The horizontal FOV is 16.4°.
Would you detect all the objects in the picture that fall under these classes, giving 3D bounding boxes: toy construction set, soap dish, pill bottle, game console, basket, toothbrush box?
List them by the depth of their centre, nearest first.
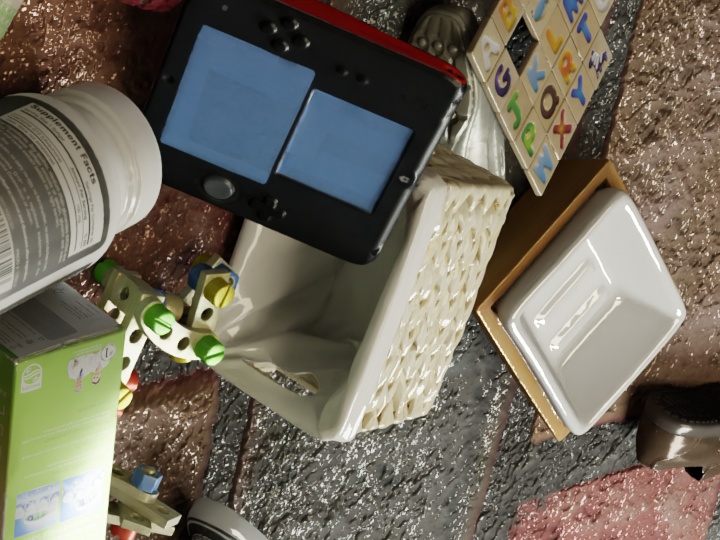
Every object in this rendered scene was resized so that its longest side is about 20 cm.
[{"bbox_3d":[-0.213,-0.038,1.469,0.200,0.116,0.116,-31,137,-50],"label":"pill bottle"},{"bbox_3d":[-0.227,0.099,1.546,0.086,0.146,0.200,-18,128,-38],"label":"toothbrush box"},{"bbox_3d":[-0.043,-0.093,1.557,0.031,0.177,0.200,-65,-178,-38],"label":"game console"},{"bbox_3d":[-0.155,0.079,1.660,0.131,0.092,0.201,8,99,-49],"label":"toy construction set"},{"bbox_3d":[0.000,0.000,1.721,0.123,0.135,0.200,-3,118,-55],"label":"basket"},{"bbox_3d":[0.162,0.019,1.946,0.157,0.081,0.200,-48,140,-11],"label":"soap dish"}]

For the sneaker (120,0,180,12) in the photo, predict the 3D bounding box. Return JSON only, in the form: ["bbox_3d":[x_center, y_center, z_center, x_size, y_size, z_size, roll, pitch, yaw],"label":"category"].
[{"bbox_3d":[-0.124,-0.241,1.480,0.075,0.080,0.200,-62,163,-47],"label":"sneaker"}]

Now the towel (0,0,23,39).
[{"bbox_3d":[-0.264,-0.140,1.436,0.149,0.031,0.200,28,94,-50],"label":"towel"}]

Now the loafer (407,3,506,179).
[{"bbox_3d":[0.070,-0.103,1.785,0.070,0.070,0.200,-43,141,-44],"label":"loafer"}]

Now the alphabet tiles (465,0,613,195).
[{"bbox_3d":[0.144,-0.181,1.799,0.200,0.008,0.167,-62,145,-24],"label":"alphabet tiles"}]

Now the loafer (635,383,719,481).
[{"bbox_3d":[0.304,0.145,2.200,0.200,0.073,0.071,9,119,-43],"label":"loafer"}]

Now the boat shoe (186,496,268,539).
[{"bbox_3d":[-0.096,0.244,1.839,0.068,0.073,0.200,-53,153,-28],"label":"boat shoe"}]
